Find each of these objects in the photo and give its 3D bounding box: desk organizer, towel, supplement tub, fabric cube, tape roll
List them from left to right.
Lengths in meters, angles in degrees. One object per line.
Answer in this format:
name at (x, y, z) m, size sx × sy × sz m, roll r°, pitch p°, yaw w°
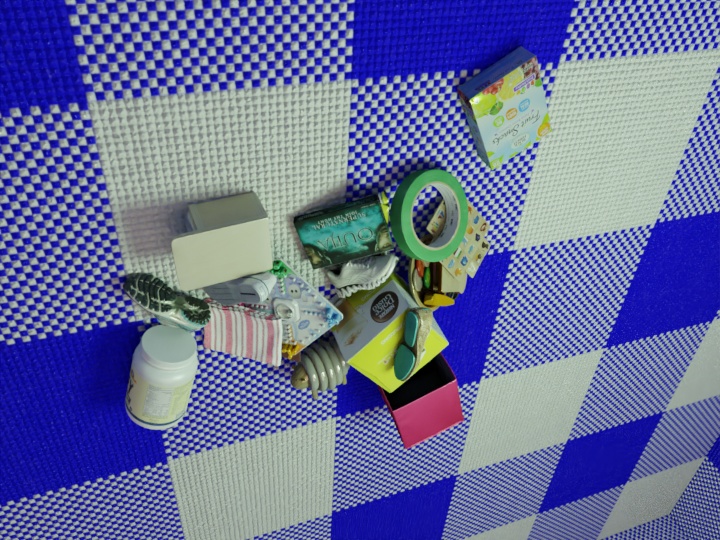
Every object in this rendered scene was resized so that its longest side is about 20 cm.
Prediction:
supplement tub at (-0.450, 0.241, 1.402) m, size 0.141 × 0.146 × 0.204 m, roll 5°, pitch 124°, yaw -27°
towel at (-0.274, 0.147, 1.425) m, size 0.194 × 0.030 × 0.149 m, roll 13°, pitch 128°, yaw 9°
desk organizer at (-0.167, 0.115, 1.465) m, size 0.075 × 0.072 × 0.204 m, roll 13°, pitch 128°, yaw 11°
fabric cube at (0.155, 0.328, 1.719) m, size 0.192 × 0.202 × 0.202 m, roll -25°, pitch 135°, yaw -5°
tape roll at (0.157, -0.124, 1.399) m, size 0.196 × 0.048 × 0.207 m, roll -5°, pitch 100°, yaw -32°

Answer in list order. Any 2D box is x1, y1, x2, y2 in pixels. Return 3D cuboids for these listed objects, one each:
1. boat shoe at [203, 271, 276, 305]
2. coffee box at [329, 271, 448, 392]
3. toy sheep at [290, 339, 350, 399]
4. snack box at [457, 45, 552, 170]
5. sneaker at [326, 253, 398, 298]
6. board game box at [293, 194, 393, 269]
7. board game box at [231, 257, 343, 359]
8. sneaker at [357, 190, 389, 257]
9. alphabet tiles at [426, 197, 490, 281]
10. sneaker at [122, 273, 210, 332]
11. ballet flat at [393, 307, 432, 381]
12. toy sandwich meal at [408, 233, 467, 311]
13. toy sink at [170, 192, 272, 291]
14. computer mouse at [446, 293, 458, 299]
boat shoe at (-0.259, 0.033, 1.332) m, size 0.067 × 0.196 × 0.075 m, roll -43°, pitch 129°, yaw -41°
coffee box at (0.060, 0.136, 1.521) m, size 0.199 × 0.199 × 0.199 m, roll -40°, pitch 132°, yaw 10°
toy sheep at (-0.091, 0.246, 1.590) m, size 0.197 × 0.138 × 0.141 m, roll -26°, pitch 135°, yaw -24°
snack box at (0.318, -0.349, 1.348) m, size 0.166 × 0.068 × 0.201 m, roll -32°, pitch 134°, yaw 1°
sneaker at (0.000, 0.000, 1.428) m, size 0.197 × 0.076 × 0.082 m, roll -22°, pitch 116°, yaw 37°
board game box at (-0.036, -0.082, 1.370) m, size 0.195 × 0.029 × 0.137 m, roll -14°, pitch 126°, yaw 11°
board game box at (-0.169, 0.093, 1.387) m, size 0.199 × 0.026 × 0.199 m, roll 42°, pitch 127°, yaw -14°
sneaker at (0.024, -0.093, 1.423) m, size 0.078 × 0.075 × 0.204 m, roll -2°, pitch 127°, yaw -2°
alphabet tiles at (0.240, -0.081, 1.495) m, size 0.199 × 0.006 × 0.169 m, roll 42°, pitch 72°, yaw -31°
sneaker at (-0.428, 0.084, 1.337) m, size 0.198 × 0.079 × 0.086 m, roll 32°, pitch 133°, yaw -28°
ballet flat at (0.126, 0.168, 1.403) m, size 0.064 × 0.071 × 0.204 m, roll -13°, pitch 133°, yaw -32°
toy sandwich meal at (0.191, 0.007, 1.508) m, size 0.203 × 0.069 × 0.212 m, roll -1°, pitch 91°, yaw -53°
toy sink at (-0.290, -0.063, 1.262) m, size 0.195 × 0.113 × 0.133 m, roll -16°, pitch 132°, yaw -19°
computer mouse at (0.261, 0.003, 1.630) m, size 0.058 × 0.034 × 0.203 m, roll -16°, pitch 138°, yaw -35°
